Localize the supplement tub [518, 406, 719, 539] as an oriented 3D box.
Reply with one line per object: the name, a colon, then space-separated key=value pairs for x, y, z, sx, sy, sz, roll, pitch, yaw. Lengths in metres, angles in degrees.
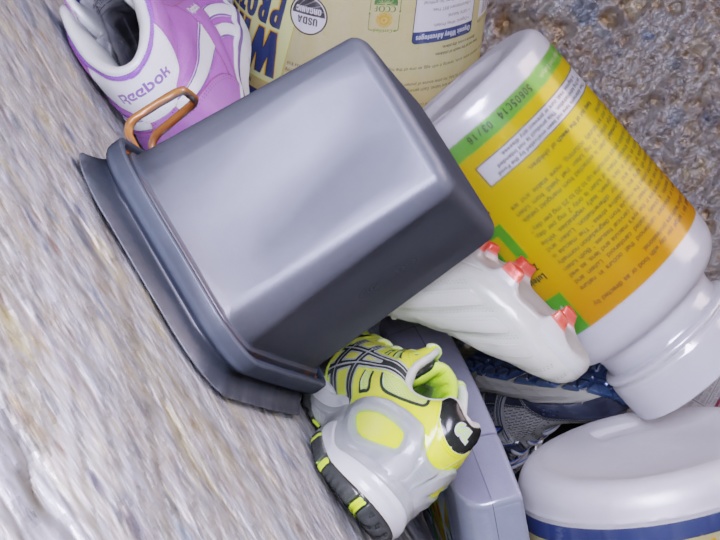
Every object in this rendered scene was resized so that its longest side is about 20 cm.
supplement tub: x=0.167 y=0.185 z=1.269 sx=0.144 sy=0.144 sz=0.200 roll=-98 pitch=178 yaw=-78

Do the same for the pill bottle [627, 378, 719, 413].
pill bottle: x=0.160 y=0.046 z=1.482 sx=0.200 sy=0.110 sz=0.110 roll=29 pitch=8 yaw=-4

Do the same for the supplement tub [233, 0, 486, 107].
supplement tub: x=-0.004 y=-0.127 z=1.375 sx=0.144 sy=0.144 sz=0.200 roll=-113 pitch=-153 yaw=-61

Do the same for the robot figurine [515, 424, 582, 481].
robot figurine: x=0.160 y=0.191 z=1.525 sx=0.200 sy=0.125 sz=0.150 roll=57 pitch=5 yaw=-1

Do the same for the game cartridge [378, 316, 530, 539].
game cartridge: x=0.052 y=0.108 z=1.291 sx=0.200 sy=0.040 sz=0.134 roll=-115 pitch=-165 yaw=-60

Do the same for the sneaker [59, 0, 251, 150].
sneaker: x=-0.112 y=-0.133 z=1.257 sx=0.114 sy=0.073 sz=0.201 roll=50 pitch=8 yaw=-32

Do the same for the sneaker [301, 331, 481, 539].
sneaker: x=0.017 y=0.070 z=1.202 sx=0.075 sy=0.076 sz=0.200 roll=53 pitch=5 yaw=-22

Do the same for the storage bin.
storage bin: x=-0.026 y=-0.033 z=1.095 sx=0.146 sy=0.134 sz=0.200 roll=58 pitch=4 yaw=12

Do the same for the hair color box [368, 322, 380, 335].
hair color box: x=-0.024 y=-0.037 z=1.540 sx=0.200 sy=0.061 sz=0.099 roll=56 pitch=5 yaw=-9

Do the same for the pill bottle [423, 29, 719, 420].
pill bottle: x=0.115 y=-0.020 z=1.272 sx=0.200 sy=0.111 sz=0.111 roll=48 pitch=7 yaw=-8

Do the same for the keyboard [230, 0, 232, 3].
keyboard: x=-0.058 y=-0.136 z=1.464 sx=0.200 sy=0.056 sz=0.011 roll=32 pitch=-5 yaw=-17

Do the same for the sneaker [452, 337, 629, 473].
sneaker: x=0.089 y=0.080 z=1.409 sx=0.200 sy=0.077 sz=0.085 roll=-1 pitch=-65 yaw=49

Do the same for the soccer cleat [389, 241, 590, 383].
soccer cleat: x=0.025 y=0.001 z=1.208 sx=0.200 sy=0.078 sz=0.069 roll=38 pitch=9 yaw=7
